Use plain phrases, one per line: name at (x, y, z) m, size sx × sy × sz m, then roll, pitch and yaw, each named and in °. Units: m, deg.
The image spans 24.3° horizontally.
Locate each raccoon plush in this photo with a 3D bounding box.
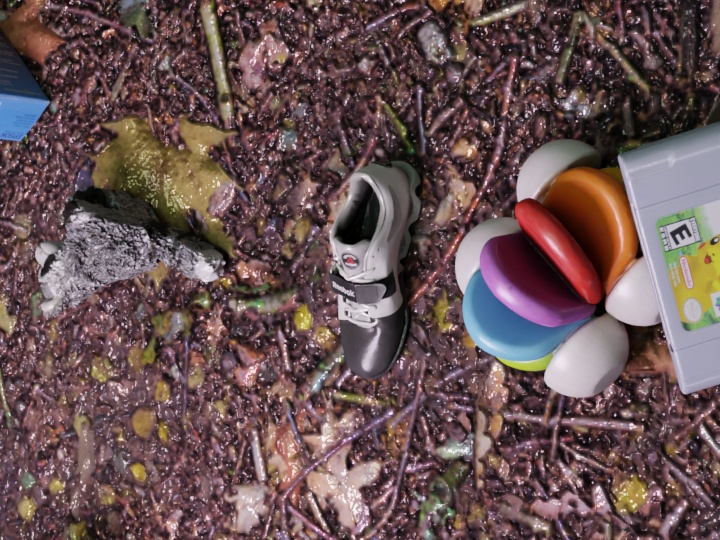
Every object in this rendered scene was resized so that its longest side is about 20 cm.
raccoon plush at (-0.244, 0.008, 1.677) m, size 0.199 × 0.096 × 0.135 m, roll 31°, pitch 114°, yaw 28°

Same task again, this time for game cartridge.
game cartridge at (0.289, -0.014, 1.306) m, size 0.132 × 0.041 × 0.202 m, roll -18°, pitch 103°, yaw 1°

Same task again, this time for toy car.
toy car at (0.160, -0.001, 1.379) m, size 0.175 × 0.149 × 0.201 m, roll 48°, pitch 114°, yaw 22°

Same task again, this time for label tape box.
label tape box at (-0.439, -0.233, 1.763) m, size 0.066 × 0.143 × 0.201 m, roll -48°, pitch 67°, yaw 22°

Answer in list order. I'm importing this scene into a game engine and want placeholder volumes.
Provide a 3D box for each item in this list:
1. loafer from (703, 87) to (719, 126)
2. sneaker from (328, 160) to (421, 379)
loafer at (0.306, -0.102, 1.332) m, size 0.072 × 0.071 × 0.203 m, roll 21°, pitch 101°, yaw 30°
sneaker at (0.000, 0.000, 1.520) m, size 0.073 × 0.088 × 0.203 m, roll 8°, pitch 96°, yaw 30°
